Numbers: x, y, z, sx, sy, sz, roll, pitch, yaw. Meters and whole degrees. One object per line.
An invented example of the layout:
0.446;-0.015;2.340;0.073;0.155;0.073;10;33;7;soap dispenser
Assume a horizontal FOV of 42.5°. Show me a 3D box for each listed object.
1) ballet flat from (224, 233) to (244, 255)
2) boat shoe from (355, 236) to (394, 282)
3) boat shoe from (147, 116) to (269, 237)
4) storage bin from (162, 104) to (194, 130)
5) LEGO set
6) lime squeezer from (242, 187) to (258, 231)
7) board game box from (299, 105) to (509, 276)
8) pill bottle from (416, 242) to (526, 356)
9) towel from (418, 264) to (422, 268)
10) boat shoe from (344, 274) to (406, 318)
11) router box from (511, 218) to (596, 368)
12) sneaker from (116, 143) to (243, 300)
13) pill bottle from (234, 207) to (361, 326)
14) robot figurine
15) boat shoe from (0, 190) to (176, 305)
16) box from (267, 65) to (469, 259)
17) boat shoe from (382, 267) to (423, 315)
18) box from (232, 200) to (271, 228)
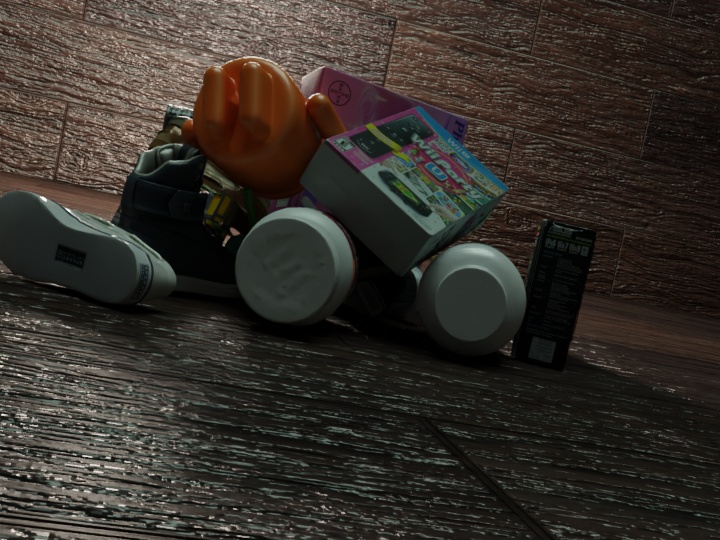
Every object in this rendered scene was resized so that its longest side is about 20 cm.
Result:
-0.108;-0.009;1.227;0.069;0.071;0.198;9;4;-40;ballet flat
0.002;-0.032;1.028;0.200;0.076;0.075;-26;31;-11;boat shoe
-0.193;-0.102;1.185;0.200;0.074;0.076;46;-32;1;boat shoe
-0.236;-0.118;1.294;0.092;0.204;0.135;11;4;-6;storage bin
-0.231;-0.039;1.090;0.152;0.117;0.199;31;-16;-19;LEGO set
-0.098;-0.031;1.038;0.037;0.072;0.200;25;-5;17;lime squeezer
0.052;-0.090;0.980;0.147;0.065;0.199;44;33;11;board game box
0.115;0.028;0.958;0.109;0.113;0.200;12;4;7;pill bottle
-0.015;-0.017;1.275;0.196;0.031;0.150;11;-29;1;towel
0.000;0.000;1.127;0.067;0.073;0.200;-31;18;-11;boat shoe
0.221;0.022;1.070;0.061;0.153;0.200;13;4;9;router box
-0.163;-0.049;0.953;0.076;0.149;0.201;12;2;37;sneaker
-0.057;-0.005;0.892;0.107;0.112;0.200;12;4;3;pill bottle
-0.099;-0.142;0.960;0.117;0.143;0.200;50;1;18;robot figurine
-0.246;-0.019;0.819;0.197;0.073;0.065;15;1;29;boat shoe
0.009;-0.125;1.131;0.197;0.179;0.096;17;-4;-21;box
0.040;0.014;1.187;0.066;0.075;0.199;9;4;-31;boat shoe
-0.123;-0.141;1.256;0.101;0.096;0.201;12;-32;-2;box
